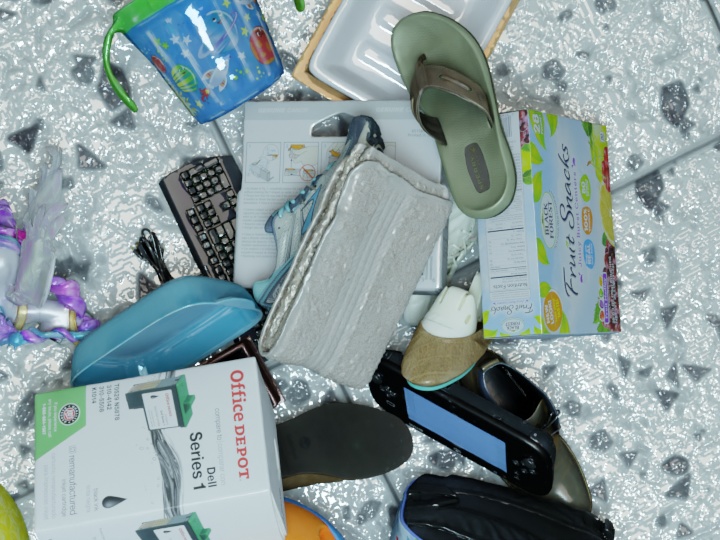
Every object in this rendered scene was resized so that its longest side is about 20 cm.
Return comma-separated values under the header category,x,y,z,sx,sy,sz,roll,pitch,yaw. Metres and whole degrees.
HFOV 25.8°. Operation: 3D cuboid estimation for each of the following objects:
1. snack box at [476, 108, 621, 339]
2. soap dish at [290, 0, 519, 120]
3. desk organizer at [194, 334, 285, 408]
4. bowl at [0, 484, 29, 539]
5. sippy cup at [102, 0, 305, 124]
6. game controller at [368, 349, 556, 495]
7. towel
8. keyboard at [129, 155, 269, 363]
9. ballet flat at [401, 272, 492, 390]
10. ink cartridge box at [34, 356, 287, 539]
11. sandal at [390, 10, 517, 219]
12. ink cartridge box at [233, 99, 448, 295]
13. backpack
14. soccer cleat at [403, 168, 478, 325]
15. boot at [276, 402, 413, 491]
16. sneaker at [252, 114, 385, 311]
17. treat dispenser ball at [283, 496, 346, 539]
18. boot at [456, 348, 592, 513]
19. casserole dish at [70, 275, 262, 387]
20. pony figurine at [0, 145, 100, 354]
category,x,y,z,sx,sy,sz,roll,pitch,yaw
snack box,0.173,-0.039,1.458,0.067,0.168,0.203,-7,84,34
soap dish,0.047,-0.229,1.500,0.156,0.081,0.201,29,85,-3
desk organizer,-0.173,0.141,1.450,0.199,0.077,0.072,-30,90,0
bowl,-0.399,0.269,1.416,0.198,0.108,0.203,0,87,-6
sippy cup,-0.141,-0.214,1.463,0.177,0.140,0.131,-25,101,25
game controller,0.091,0.140,1.448,0.199,0.105,0.042,28,56,22
towel,0.000,0.000,1.368,0.132,0.034,0.202,23,91,-43
keyboard,-0.139,-0.001,1.500,0.126,0.021,0.202,-26,89,-7
ballet flat,0.101,0.041,1.445,0.067,0.199,0.073,22,121,30
ink cartridge box,-0.170,0.166,1.336,0.198,0.085,0.147,-11,49,-1
sandal,0.082,-0.143,1.386,0.079,0.057,0.203,-30,71,25
ink cartridge box,-0.016,-0.067,1.463,0.198,0.044,0.176,1,83,13
backpack,0.116,0.285,1.431,0.198,0.183,0.148,19,106,5
soccer cleat,0.090,-0.041,1.498,0.077,0.069,0.202,16,82,13
boot,-0.049,0.174,1.482,0.198,0.076,0.074,-6,67,-20
sneaker,-0.041,-0.049,1.408,0.086,0.078,0.202,20,88,18
treat dispenser ball,-0.093,0.301,1.397,0.198,0.201,0.204,0,87,-6
boot,0.157,0.161,1.481,0.074,0.097,0.201,-37,91,-6
casserole dish,-0.180,0.057,1.424,0.199,0.121,0.039,-33,66,29
pony figurine,-0.326,-0.002,1.432,0.197,0.167,0.195,4,119,-9
